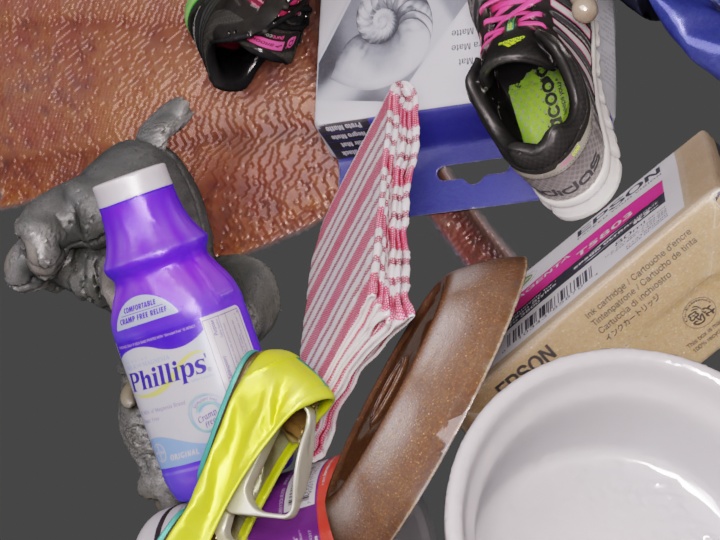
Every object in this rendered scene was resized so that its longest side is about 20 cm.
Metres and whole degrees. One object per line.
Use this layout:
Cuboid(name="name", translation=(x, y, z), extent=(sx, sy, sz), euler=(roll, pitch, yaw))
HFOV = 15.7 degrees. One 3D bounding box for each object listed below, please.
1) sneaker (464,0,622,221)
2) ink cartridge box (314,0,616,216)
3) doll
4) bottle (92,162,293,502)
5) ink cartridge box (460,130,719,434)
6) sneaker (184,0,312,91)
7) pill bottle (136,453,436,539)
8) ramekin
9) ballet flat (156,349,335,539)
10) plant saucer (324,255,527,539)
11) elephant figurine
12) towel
Cuboid(name="sneaker", translation=(0.101, -0.131, 1.557), extent=(0.074, 0.087, 0.200), euler=(-21, 65, 19))
Cuboid(name="ink cartridge box", translation=(0.066, -0.139, 1.652), extent=(0.199, 0.041, 0.200), euler=(-8, 72, 26))
Cuboid(name="doll", translation=(0.179, -0.181, 1.567), extent=(0.136, 0.048, 0.200), euler=(-35, 66, -24))
Cuboid(name="bottle", translation=(-0.107, 0.036, 1.567), extent=(0.084, 0.065, 0.200), euler=(-16, 94, 33))
Cuboid(name="ink cartridge box", translation=(0.147, 0.022, 1.484), extent=(0.200, 0.165, 0.075), euler=(-41, 99, 12))
Cuboid(name="sneaker", translation=(-0.049, -0.180, 1.672), extent=(0.200, 0.077, 0.084), euler=(132, 133, -54))
Cuboid(name="pill bottle", translation=(-0.059, 0.185, 1.580), extent=(0.200, 0.112, 0.113), euler=(-19, 67, 23))
Cuboid(name="ramekin", translation=(0.136, 0.149, 1.340), extent=(0.200, 0.098, 0.201), euler=(3, 61, -6))
Cuboid(name="ballet flat", translation=(-0.073, 0.142, 1.497), extent=(0.067, 0.067, 0.200), euler=(25, 90, 20))
Cuboid(name="plant saucer", translation=(0.029, 0.073, 1.432), extent=(0.037, 0.200, 0.200), euler=(27, 89, -4))
Cuboid(name="elephant figurine", translation=(-0.121, 0.024, 1.668), extent=(0.200, 0.141, 0.155), euler=(46, 142, 22))
Cuboid(name="towel", translation=(0.000, 0.000, 1.570), extent=(0.200, 0.030, 0.146), euler=(-84, 17, -45))
